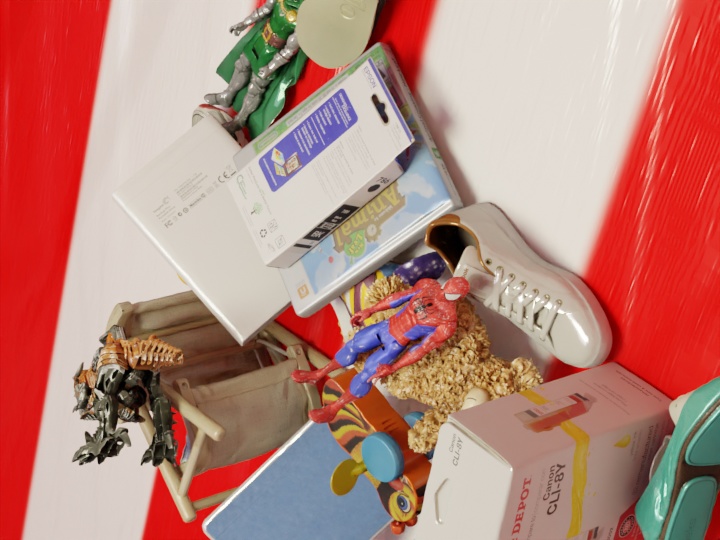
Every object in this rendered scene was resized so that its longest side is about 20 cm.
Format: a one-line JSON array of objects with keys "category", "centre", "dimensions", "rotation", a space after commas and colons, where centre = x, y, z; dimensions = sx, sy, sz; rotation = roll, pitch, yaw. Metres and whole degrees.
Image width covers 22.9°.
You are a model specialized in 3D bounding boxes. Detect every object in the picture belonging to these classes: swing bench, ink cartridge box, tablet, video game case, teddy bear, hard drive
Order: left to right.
[{"category": "hard drive", "centre": [-0.133, -0.042, 1.772], "dimensions": [0.200, 0.132, 0.027], "rotation": [48, 167, 10]}, {"category": "swing bench", "centre": [-0.132, 0.118, 1.796], "dimensions": [0.200, 0.198, 0.130], "rotation": [49, 134, 32]}, {"category": "tablet", "centre": [-0.042, 0.227, 1.731], "dimensions": [0.200, 0.014, 0.130], "rotation": [-44, 97, 8]}, {"category": "ink cartridge box", "centre": [-0.030, -0.097, 1.642], "dimensions": [0.200, 0.039, 0.100], "rotation": [-38, 64, 28]}, {"category": "video game case", "centre": [-0.017, -0.084, 1.667], "dimensions": [0.200, 0.022, 0.183], "rotation": [-35, 66, 27]}, {"category": "teddy bear", "centre": [0.067, 0.087, 1.567], "dimensions": [0.145, 0.067, 0.200], "rotation": [-49, 67, 21]}, {"category": "ink cartridge box", "centre": [0.153, 0.174, 1.453], "dimensions": [0.083, 0.199, 0.146], "rotation": [36, 127, 40]}]

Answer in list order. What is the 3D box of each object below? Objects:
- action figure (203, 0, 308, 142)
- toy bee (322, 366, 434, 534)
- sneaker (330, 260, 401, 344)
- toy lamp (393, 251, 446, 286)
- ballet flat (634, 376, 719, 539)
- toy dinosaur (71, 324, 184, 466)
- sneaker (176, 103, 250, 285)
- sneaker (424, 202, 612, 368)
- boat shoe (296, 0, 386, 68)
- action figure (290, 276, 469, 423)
[{"category": "action figure", "centre": [-0.092, -0.220, 1.769], "dimensions": [0.200, 0.054, 0.118], "rotation": [-53, 57, 40]}, {"category": "toy bee", "centre": [0.029, 0.190, 1.654], "dimensions": [0.200, 0.130, 0.109], "rotation": [-119, 35, -41]}, {"category": "sneaker", "centre": [0.000, 0.000, 1.703], "dimensions": [0.201, 0.075, 0.090], "rotation": [57, 138, 11]}, {"category": "toy lamp", "centre": [0.089, 0.083, 1.623], "dimensions": [0.058, 0.058, 0.201], "rotation": [-38, 72, 49]}, {"category": "ballet flat", "centre": [0.264, 0.141, 1.417], "dimensions": [0.070, 0.067, 0.201], "rotation": [55, 137, 47]}, {"category": "toy dinosaur", "centre": [-0.225, 0.111, 1.683], "dimensions": [0.200, 0.102, 0.137], "rotation": [122, 144, -68]}, {"category": "sneaker", "centre": [-0.158, -0.074, 1.867], "dimensions": [0.078, 0.082, 0.201], "rotation": [14, 110, 49]}, {"category": "sneaker", "centre": [0.128, 0.020, 1.535], "dimensions": [0.200, 0.084, 0.073], "rotation": [44, 130, 34]}, {"category": "boat shoe", "centre": [-0.005, -0.259, 1.643], "dimensions": [0.073, 0.063, 0.202], "rotation": [34, 147, 3]}, {"category": "action figure", "centre": [0.021, 0.062, 1.545], "dimensions": [0.200, 0.052, 0.066], "rotation": [-38, 62, 29]}]
